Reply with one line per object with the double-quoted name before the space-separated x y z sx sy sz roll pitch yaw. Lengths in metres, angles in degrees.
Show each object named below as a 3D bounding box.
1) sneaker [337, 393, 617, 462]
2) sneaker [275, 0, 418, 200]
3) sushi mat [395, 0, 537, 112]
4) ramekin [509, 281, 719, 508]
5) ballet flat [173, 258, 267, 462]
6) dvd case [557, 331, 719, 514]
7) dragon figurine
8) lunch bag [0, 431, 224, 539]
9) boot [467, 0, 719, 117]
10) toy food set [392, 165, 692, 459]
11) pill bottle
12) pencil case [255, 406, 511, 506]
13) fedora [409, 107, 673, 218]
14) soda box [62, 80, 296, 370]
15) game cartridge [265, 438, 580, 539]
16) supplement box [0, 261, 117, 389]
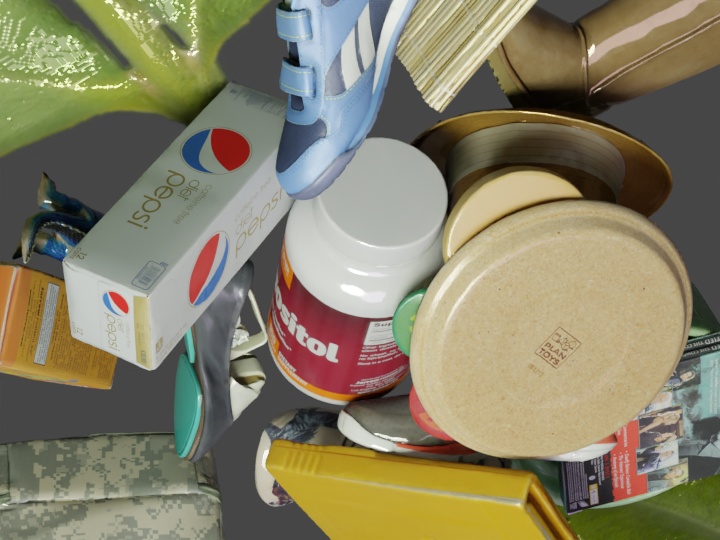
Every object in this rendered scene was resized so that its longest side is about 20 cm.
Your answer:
"sneaker" 0.082 0.088 1.280 0.199 0.077 0.082 0 98 -10
"sneaker" -0.022 -0.143 1.124 0.082 0.074 0.201 16 96 -26
"sushi mat" 0.085 -0.201 1.113 0.012 0.096 0.200 9 129 -49
"ramekin" 0.195 0.083 1.418 0.199 0.098 0.201 -9 134 -9
"ballet flat" -0.101 0.064 1.331 0.073 0.073 0.201 -6 132 -12
"dvd case" 0.243 0.108 1.372 0.199 0.022 0.146 -14 135 -2
"dragon figurine" -0.168 -0.018 1.184 0.099 0.200 0.059 20 87 -5
"lunch bag" -0.199 0.227 1.384 0.199 0.168 0.140 0 132 -17
"boot" 0.177 -0.175 1.194 0.199 0.066 0.175 -26 147 9
"toy food set" 0.119 0.039 1.181 0.199 0.049 0.199 19 112 -25
"pill bottle" 0.000 0.000 1.234 0.112 0.114 0.200 -5 150 -12
"pencil case" 0.016 0.153 1.387 0.199 0.078 0.090 4 128 27
"fedora" 0.115 -0.036 1.238 0.199 0.082 0.201 8 157 3
"soda box" -0.104 -0.032 1.150 0.063 0.200 0.068 22 138 19
"game cartridge" 0.054 0.177 1.290 0.199 0.033 0.176 7 152 29
"supplement box" -0.218 0.036 1.191 0.066 0.069 0.200 7 175 14
